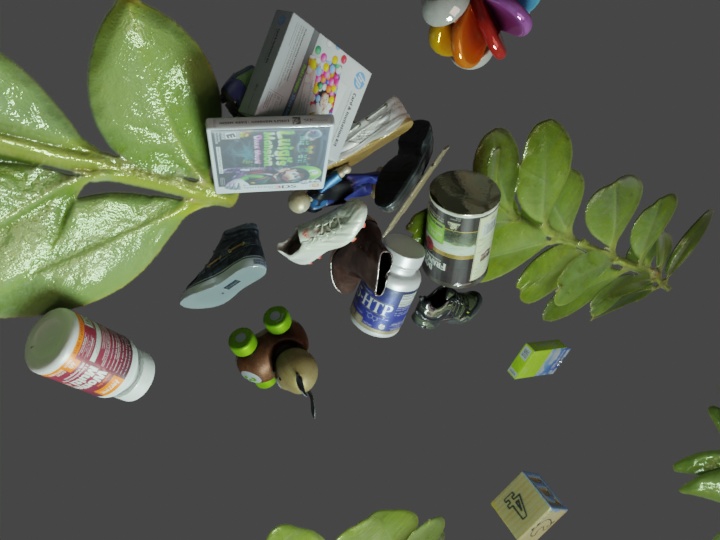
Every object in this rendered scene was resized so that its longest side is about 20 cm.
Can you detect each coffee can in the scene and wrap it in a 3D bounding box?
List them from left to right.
[{"bbox_3d":[0.207,-0.085,1.434,0.145,0.147,0.201,-22,138,-22],"label":"coffee can"}]

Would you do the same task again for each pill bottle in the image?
[{"bbox_3d":[-0.445,0.148,1.150,0.109,0.110,0.200,-42,142,3],"label":"pill bottle"},{"bbox_3d":[0.060,0.029,1.446,0.119,0.120,0.201,-5,130,-36],"label":"pill bottle"}]

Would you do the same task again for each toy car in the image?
[{"bbox_3d":[-0.149,0.205,1.378,0.157,0.200,0.165,-32,141,-10],"label":"toy car"},{"bbox_3d":[0.209,-0.415,1.107,0.200,0.150,0.175,-46,141,9],"label":"toy car"}]

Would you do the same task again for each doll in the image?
[{"bbox_3d":[-0.042,-0.144,1.227,0.198,0.049,0.137,-18,162,-32],"label":"doll"}]

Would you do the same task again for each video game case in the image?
[{"bbox_3d":[-0.137,-0.173,1.048,0.179,0.024,0.200,-4,160,-10],"label":"video game case"}]

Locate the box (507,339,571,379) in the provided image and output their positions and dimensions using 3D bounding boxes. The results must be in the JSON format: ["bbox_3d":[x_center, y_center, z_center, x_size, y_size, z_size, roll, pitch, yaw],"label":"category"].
[{"bbox_3d":[0.565,0.279,2.169,0.198,0.048,0.123,0,128,-40],"label":"box"}]

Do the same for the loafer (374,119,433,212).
[{"bbox_3d":[0.088,-0.178,1.240,0.201,0.072,0.073,-61,142,-25],"label":"loafer"}]

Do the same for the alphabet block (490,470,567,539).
[{"bbox_3d":[0.697,0.976,2.844,0.200,0.197,0.195,-50,139,13],"label":"alphabet block"}]

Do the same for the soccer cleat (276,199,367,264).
[{"bbox_3d":[-0.069,-0.068,1.243,0.077,0.070,0.199,17,142,-42],"label":"soccer cleat"}]

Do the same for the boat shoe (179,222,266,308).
[{"bbox_3d":[-0.243,-0.005,1.209,0.199,0.092,0.071,-27,149,29],"label":"boat shoe"}]

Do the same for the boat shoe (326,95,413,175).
[{"bbox_3d":[-0.009,-0.230,1.183,0.199,0.070,0.071,-28,176,13],"label":"boat shoe"}]

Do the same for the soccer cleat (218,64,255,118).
[{"bbox_3d":[-0.136,-0.235,1.069,0.084,0.065,0.200,-44,142,2],"label":"soccer cleat"}]

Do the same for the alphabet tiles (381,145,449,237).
[{"bbox_3d":[0.107,-0.152,1.316,0.201,0.006,0.166,-55,178,18],"label":"alphabet tiles"}]

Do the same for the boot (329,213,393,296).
[{"bbox_3d":[0.000,0.000,1.322,0.072,0.167,0.202,-2,126,-21],"label":"boot"}]

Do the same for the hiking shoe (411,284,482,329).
[{"bbox_3d":[0.221,0.078,1.662,0.198,0.076,0.101,-16,140,-27],"label":"hiking shoe"}]

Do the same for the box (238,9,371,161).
[{"bbox_3d":[-0.079,-0.273,1.046,0.199,0.041,0.157,20,92,-54],"label":"box"}]
